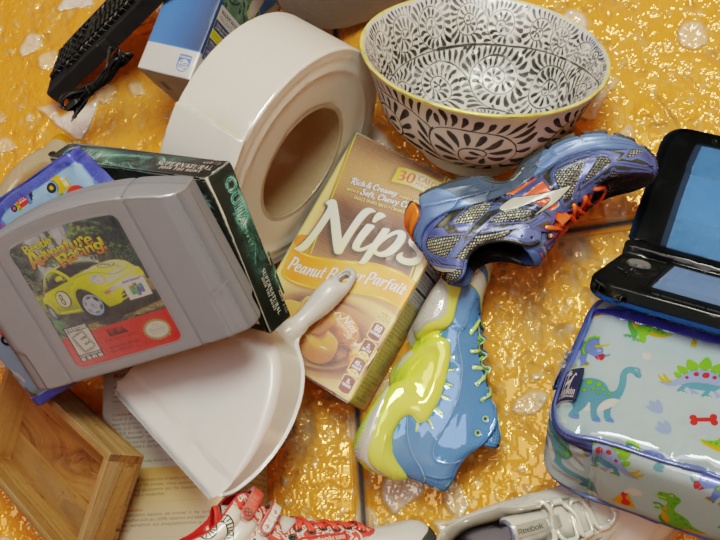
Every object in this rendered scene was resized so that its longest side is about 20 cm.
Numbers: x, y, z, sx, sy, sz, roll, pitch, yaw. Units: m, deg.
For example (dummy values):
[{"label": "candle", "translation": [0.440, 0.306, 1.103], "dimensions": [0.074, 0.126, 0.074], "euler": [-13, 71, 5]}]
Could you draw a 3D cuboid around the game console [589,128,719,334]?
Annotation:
[{"label": "game console", "translation": [0.292, -0.024, 0.834], "dimensions": [0.199, 0.170, 0.119], "euler": [16, 107, 23]}]

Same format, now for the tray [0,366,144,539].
[{"label": "tray", "translation": [-0.253, 0.156, 0.940], "dimensions": [0.199, 0.037, 0.099], "euler": [27, 100, 46]}]

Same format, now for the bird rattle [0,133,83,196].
[{"label": "bird rattle", "translation": [-0.283, -0.034, 1.043], "dimensions": [0.200, 0.112, 0.163], "euler": [-47, 56, 14]}]

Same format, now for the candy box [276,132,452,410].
[{"label": "candy box", "translation": [0.000, 0.000, 0.949], "dimensions": [0.115, 0.055, 0.201], "euler": [28, 86, 20]}]

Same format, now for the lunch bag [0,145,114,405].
[{"label": "lunch bag", "translation": [-0.218, -0.005, 0.878], "dimensions": [0.199, 0.094, 0.151], "euler": [-26, 109, 35]}]

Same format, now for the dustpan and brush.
[{"label": "dustpan and brush", "translation": [-0.079, 0.067, 0.891], "dimensions": [0.139, 0.057, 0.200], "euler": [41, 88, 27]}]

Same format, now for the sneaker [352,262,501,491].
[{"label": "sneaker", "translation": [0.079, 0.084, 0.905], "dimensions": [0.105, 0.076, 0.201], "euler": [28, 84, 3]}]

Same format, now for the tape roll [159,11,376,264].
[{"label": "tape roll", "translation": [-0.073, -0.103, 0.920], "dimensions": [0.071, 0.202, 0.203], "euler": [32, 86, 21]}]

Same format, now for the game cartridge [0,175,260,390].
[{"label": "game cartridge", "translation": [-0.186, 0.007, 0.815], "dimensions": [0.199, 0.041, 0.134], "euler": [-17, 111, 22]}]

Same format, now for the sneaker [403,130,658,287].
[{"label": "sneaker", "translation": [0.137, -0.042, 0.870], "dimensions": [0.199, 0.075, 0.079], "euler": [-21, 64, 5]}]

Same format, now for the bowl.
[{"label": "bowl", "translation": [0.096, -0.138, 0.919], "dimensions": [0.199, 0.095, 0.201], "euler": [2, 38, -1]}]

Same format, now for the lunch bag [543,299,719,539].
[{"label": "lunch bag", "translation": [0.239, 0.102, 0.810], "dimensions": [0.199, 0.083, 0.161], "euler": [17, 47, 20]}]

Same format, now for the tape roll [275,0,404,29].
[{"label": "tape roll", "translation": [0.003, -0.296, 0.950], "dimensions": [0.199, 0.200, 0.066], "euler": [-32, 70, 6]}]

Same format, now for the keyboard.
[{"label": "keyboard", "translation": [-0.231, -0.214, 1.032], "dimensions": [0.199, 0.021, 0.128], "euler": [-32, 46, 39]}]

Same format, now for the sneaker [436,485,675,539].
[{"label": "sneaker", "translation": [0.147, 0.193, 0.837], "dimensions": [0.199, 0.087, 0.075], "euler": [-21, 69, 9]}]

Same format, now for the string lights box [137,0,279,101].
[{"label": "string lights box", "translation": [-0.122, -0.248, 1.027], "dimensions": [0.059, 0.103, 0.201], "euler": [16, 81, 21]}]

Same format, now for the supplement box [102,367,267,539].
[{"label": "supplement box", "translation": [-0.144, 0.179, 0.934], "dimensions": [0.125, 0.074, 0.202], "euler": [-5, 74, 14]}]

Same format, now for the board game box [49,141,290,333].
[{"label": "board game box", "translation": [-0.150, -0.029, 0.875], "dimensions": [0.199, 0.136, 0.028], "euler": [11, 41, 42]}]

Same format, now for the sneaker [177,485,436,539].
[{"label": "sneaker", "translation": [-0.044, 0.205, 0.854], "dimensions": [0.200, 0.067, 0.109], "euler": [-23, 87, -20]}]
